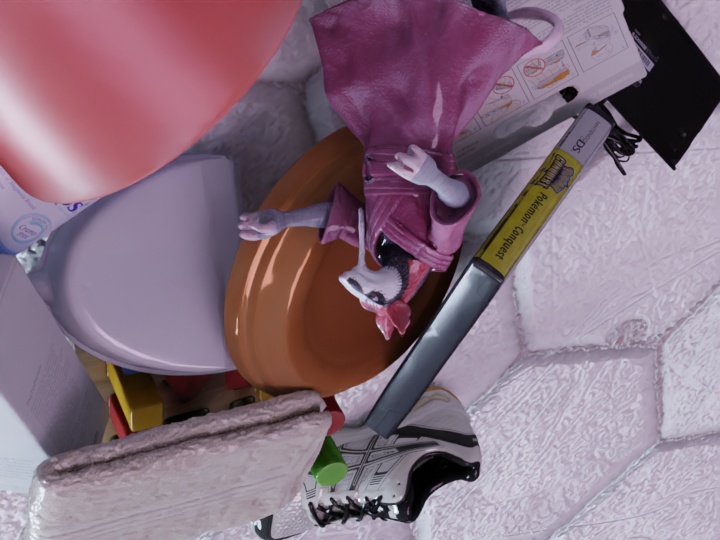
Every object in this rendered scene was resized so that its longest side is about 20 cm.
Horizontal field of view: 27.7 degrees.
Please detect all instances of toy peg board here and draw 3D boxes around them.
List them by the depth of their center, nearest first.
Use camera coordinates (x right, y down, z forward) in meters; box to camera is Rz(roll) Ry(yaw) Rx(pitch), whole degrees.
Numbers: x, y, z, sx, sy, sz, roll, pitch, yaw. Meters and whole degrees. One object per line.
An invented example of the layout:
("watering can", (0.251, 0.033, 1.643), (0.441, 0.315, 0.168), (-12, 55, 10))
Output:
("toy peg board", (-0.092, 0.082, 1.015), (0.199, 0.098, 0.200), (-14, 135, -21))

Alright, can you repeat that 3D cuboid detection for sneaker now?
("sneaker", (0.004, 0.170, 1.164), (0.199, 0.088, 0.076), (-29, 140, -2))

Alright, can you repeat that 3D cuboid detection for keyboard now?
("keyboard", (0.175, -0.144, 1.016), (0.200, 0.040, 0.104), (38, 87, -40))

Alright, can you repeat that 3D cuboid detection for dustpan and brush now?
("dustpan and brush", (-0.172, 0.006, 0.909), (0.199, 0.057, 0.141), (-9, 98, -23))

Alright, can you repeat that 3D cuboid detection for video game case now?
("video game case", (0.086, 0.003, 0.986), (0.181, 0.025, 0.200), (-51, 174, -40))

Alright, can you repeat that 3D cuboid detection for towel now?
("towel", (-0.119, 0.135, 0.927), (0.199, 0.035, 0.133), (-11, 148, -27))

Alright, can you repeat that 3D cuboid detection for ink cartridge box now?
("ink cartridge box", (0.081, -0.157, 0.920), (0.160, 0.050, 0.200), (-28, 145, 9))

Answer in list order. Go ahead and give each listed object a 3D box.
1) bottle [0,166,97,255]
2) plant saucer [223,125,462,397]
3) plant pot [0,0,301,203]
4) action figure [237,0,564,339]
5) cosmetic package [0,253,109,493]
("bottle", (-0.167, -0.080, 0.840), (0.199, 0.065, 0.084), (-33, 137, 1))
("plant saucer", (0.000, 0.000, 0.932), (0.200, 0.037, 0.201), (-29, 136, -33))
("plant pot", (-0.151, -0.164, 0.694), (0.200, 0.201, 0.177), (-39, 128, 7))
("action figure", (0.025, -0.061, 0.837), (0.148, 0.133, 0.201), (0, 93, -48))
("cosmetic package", (-0.229, 0.064, 0.874), (0.101, 0.074, 0.200), (6, 149, 10))
